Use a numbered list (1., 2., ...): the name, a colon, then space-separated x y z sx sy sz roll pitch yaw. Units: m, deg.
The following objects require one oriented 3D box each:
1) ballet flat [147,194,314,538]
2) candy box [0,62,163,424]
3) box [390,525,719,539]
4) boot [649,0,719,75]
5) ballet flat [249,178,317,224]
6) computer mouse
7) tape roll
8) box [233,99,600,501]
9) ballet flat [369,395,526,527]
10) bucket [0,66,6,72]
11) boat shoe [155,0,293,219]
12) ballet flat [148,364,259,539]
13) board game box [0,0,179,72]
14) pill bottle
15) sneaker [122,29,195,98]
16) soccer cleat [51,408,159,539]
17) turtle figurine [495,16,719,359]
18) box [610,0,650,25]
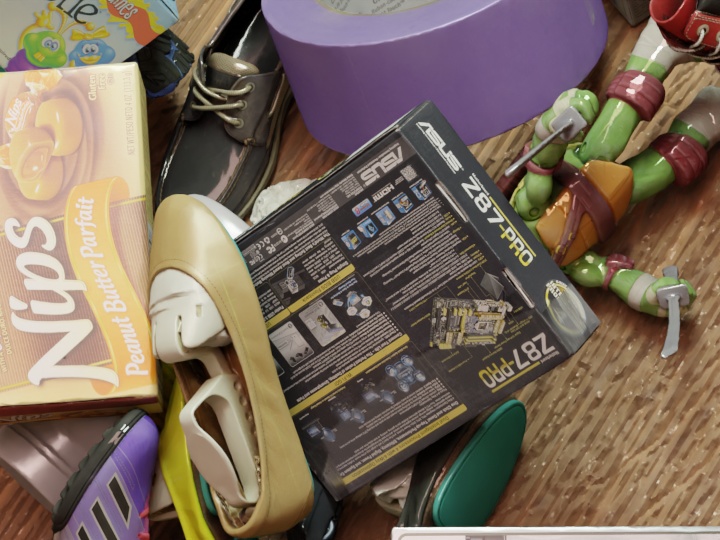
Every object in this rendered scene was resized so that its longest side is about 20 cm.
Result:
1. ballet flat: -0.081 0.056 1.610 0.069 0.063 0.201 -19 94 43
2. candy box: -0.178 -0.015 1.663 0.115 0.055 0.201 -4 78 0
3. box: 0.115 0.202 1.578 0.199 0.060 0.117 1 75 2
4. boot: 0.227 -0.106 1.666 0.072 0.144 0.201 -6 92 51
5. ballet flat: 0.000 0.000 1.746 0.072 0.072 0.200 -40 60 -7
6. computer mouse: -0.024 0.173 1.654 0.034 0.059 0.200 -7 51 3
7. tape roll: 0.046 -0.159 1.756 0.199 0.085 0.200 -14 33 9
8. box: 0.012 0.020 1.618 0.200 0.049 0.161 -35 93 37
9. ballet flat: 0.031 0.154 1.659 0.068 0.068 0.200 11 67 30
10. bucket: -0.255 -0.033 1.791 0.207 0.135 0.208 -6 61 11
11. boat shoe: -0.083 -0.113 1.820 0.074 0.073 0.200 14 68 21
12. ballet flat: -0.090 0.151 1.668 0.067 0.067 0.201 -19 85 24
13. board game box: -0.191 -0.207 1.765 0.103 0.105 0.200 -35 33 13
14. pill bottle: -0.132 0.057 1.729 0.104 0.104 0.200 36 77 28
15. sneaker: -0.171 -0.143 1.844 0.079 0.075 0.200 -54 32 0
16. soccer cleat: -0.146 0.173 1.656 0.073 0.068 0.200 29 111 13
17. turtle figurine: 0.165 -0.050 1.679 0.144 0.200 0.194 41 72 0
18. box: 0.154 -0.274 1.822 0.112 0.101 0.200 -33 60 -4
